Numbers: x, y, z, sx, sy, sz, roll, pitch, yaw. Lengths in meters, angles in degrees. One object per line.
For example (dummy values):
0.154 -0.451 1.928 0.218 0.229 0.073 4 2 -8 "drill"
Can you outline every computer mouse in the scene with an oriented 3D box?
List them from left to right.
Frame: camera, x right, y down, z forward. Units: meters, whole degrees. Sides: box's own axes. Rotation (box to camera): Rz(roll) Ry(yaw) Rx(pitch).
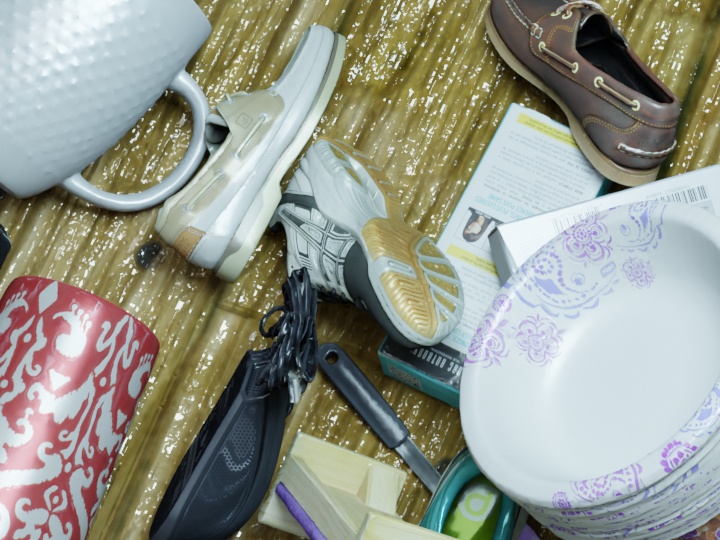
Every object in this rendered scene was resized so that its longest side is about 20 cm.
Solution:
-0.069 0.106 1.221 0.053 0.139 0.200 28 113 -10 "computer mouse"

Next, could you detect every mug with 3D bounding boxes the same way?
-0.231 0.104 1.230 0.178 0.133 0.200 35 67 -29 "mug"
-0.193 -0.127 1.326 0.200 0.148 0.175 40 83 -14 "mug"

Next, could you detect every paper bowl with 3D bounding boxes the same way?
0.166 0.068 1.124 0.201 0.104 0.201 -26 42 27 "paper bowl"

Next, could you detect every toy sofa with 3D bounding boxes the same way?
0.000 0.173 1.150 0.083 0.200 0.098 22 94 -17 "toy sofa"

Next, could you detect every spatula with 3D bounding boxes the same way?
0.035 0.123 1.265 0.057 0.021 0.200 -40 70 -3 "spatula"

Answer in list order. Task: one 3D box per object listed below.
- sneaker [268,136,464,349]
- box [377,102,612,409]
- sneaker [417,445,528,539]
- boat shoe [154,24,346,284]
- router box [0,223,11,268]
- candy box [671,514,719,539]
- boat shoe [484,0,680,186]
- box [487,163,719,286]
0.000 0.000 1.261 0.088 0.076 0.200 -52 37 18 "sneaker"
0.094 -0.006 1.290 0.082 0.049 0.200 25 75 14 "box"
0.049 0.197 1.198 0.077 0.080 0.200 19 87 6 "sneaker"
-0.072 -0.092 1.312 0.068 0.075 0.200 28 65 -6 "boat shoe"
-0.349 0.033 1.315 0.150 0.062 0.200 18 73 13 "router box"
0.262 0.179 1.175 0.200 0.056 0.117 33 78 0 "candy box"
0.152 -0.144 1.297 0.070 0.070 0.200 -13 47 -28 "boat shoe"
0.185 0.049 1.234 0.156 0.041 0.200 -16 83 -8 "box"
